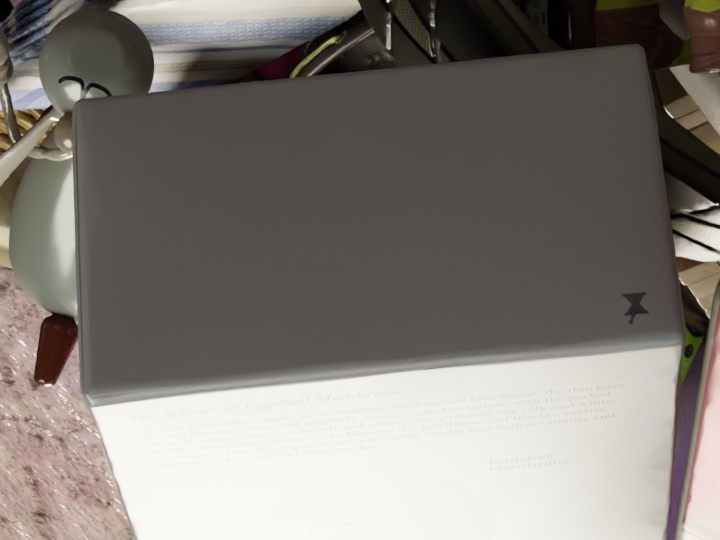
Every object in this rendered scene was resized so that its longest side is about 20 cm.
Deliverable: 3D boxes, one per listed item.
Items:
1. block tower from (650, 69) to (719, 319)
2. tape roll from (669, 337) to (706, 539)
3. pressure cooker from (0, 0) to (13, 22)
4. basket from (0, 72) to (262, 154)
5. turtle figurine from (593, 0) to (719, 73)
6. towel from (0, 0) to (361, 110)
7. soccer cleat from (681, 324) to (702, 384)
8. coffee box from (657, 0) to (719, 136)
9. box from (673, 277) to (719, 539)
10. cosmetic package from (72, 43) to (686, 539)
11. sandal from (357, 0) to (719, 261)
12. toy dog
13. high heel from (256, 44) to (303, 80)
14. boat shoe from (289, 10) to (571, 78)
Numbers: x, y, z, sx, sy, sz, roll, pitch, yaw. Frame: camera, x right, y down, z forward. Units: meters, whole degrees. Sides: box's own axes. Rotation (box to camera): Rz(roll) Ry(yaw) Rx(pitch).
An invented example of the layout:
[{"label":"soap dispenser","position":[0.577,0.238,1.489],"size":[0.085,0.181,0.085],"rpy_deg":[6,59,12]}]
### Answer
[{"label":"block tower","position":[0.149,-0.028,1.209],"size":[0.054,0.058,0.200],"rpy_deg":[-22,138,17]},{"label":"tape roll","position":[0.107,0.120,1.393],"size":[0.200,0.200,0.066],"rpy_deg":[1,140,48]},{"label":"pressure cooker","position":[-0.286,-0.081,1.476],"size":[0.178,0.200,0.176],"rpy_deg":[19,146,38]},{"label":"basket","position":[-0.081,-0.065,1.400],"size":[0.200,0.149,0.143],"rpy_deg":[35,136,0]},{"label":"turtle figurine","position":[0.113,-0.149,0.999],"size":[0.200,0.064,0.162],"rpy_deg":[-1,100,39]},{"label":"towel","position":[-0.082,-0.100,1.195],"size":[0.147,0.024,0.200],"rpy_deg":[-5,171,-30]},{"label":"soccer cleat","position":[0.085,0.015,1.399],"size":[0.200,0.081,0.067],"rpy_deg":[37,-177,43]},{"label":"coffee box","position":[0.205,-0.064,1.103],"size":[0.114,0.080,0.200],"rpy_deg":[0,138,48]},{"label":"box","position":[0.189,0.034,1.052],"size":[0.109,0.128,0.200],"rpy_deg":[22,150,15]},{"label":"cosmetic package","position":[0.009,0.026,1.055],"size":[0.199,0.123,0.200],"rpy_deg":[-5,153,1]},{"label":"sandal","position":[0.074,-0.079,1.092],"size":[0.201,0.057,0.080],"rpy_deg":[38,159,-15]},{"label":"toy dog","position":[-0.116,-0.021,1.160],"size":[0.132,0.096,0.200],"rpy_deg":[5,155,20]},{"label":"high heel","position":[0.032,-0.043,1.309],"size":[0.200,0.096,0.067],"rpy_deg":[17,-174,16]},{"label":"boat shoe","position":[0.052,-0.096,1.200],"size":[0.200,0.060,0.072],"rpy_deg":[-15,120,37]}]
